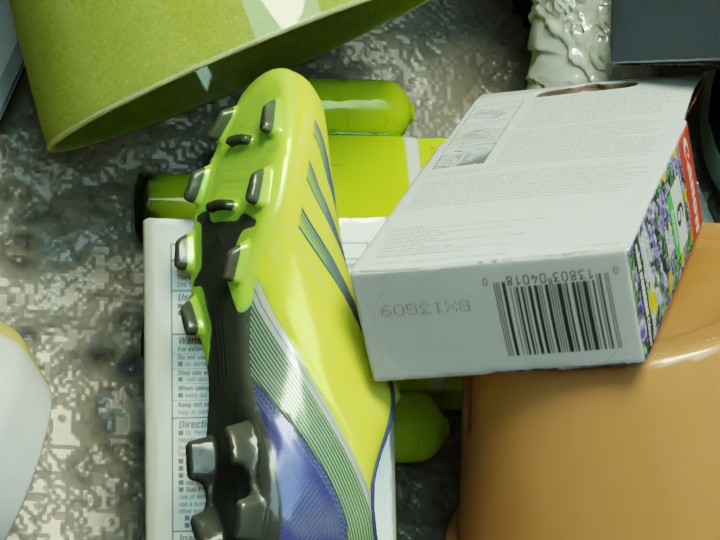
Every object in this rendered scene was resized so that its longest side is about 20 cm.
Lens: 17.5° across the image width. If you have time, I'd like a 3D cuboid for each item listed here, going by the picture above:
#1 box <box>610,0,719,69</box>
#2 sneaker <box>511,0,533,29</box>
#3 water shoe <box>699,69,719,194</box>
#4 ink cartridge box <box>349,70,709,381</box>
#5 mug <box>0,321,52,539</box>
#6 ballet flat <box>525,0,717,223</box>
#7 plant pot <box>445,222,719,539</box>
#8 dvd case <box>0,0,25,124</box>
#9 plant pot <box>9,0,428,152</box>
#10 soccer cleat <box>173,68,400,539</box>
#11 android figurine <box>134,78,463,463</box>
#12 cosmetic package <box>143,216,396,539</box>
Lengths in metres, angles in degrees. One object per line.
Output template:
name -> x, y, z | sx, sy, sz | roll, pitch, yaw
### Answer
box -> 0.215, -0.160, 1.015 | 0.199, 0.107, 0.149 | -1, 93, -36
sneaker -> 0.096, -0.192, 1.115 | 0.093, 0.070, 0.200 | -38, 99, -27
water shoe -> 0.219, -0.117, 1.135 | 0.071, 0.079, 0.201 | 21, 65, -7
ink cartridge box -> 0.078, -0.022, 0.943 | 0.109, 0.051, 0.200 | -5, 22, 20
mug -> -0.201, 0.040, 0.923 | 0.153, 0.149, 0.187 | 23, 71, -15
ballet flat -> 0.112, -0.060, 1.058 | 0.072, 0.072, 0.200 | -33, 108, -24
plant pot -> 0.122, 0.071, 0.945 | 0.200, 0.200, 0.140 | -23, 114, -23
dvd case -> -0.242, -0.126, 1.035 | 0.199, 0.025, 0.151 | 24, 65, -7
plant pot -> -0.083, -0.178, 0.988 | 0.187, 0.187, 0.201 | -23, 91, -23
soccer cleat -> -0.023, 0.023, 0.910 | 0.083, 0.065, 0.201 | 7, 75, -32
android figurine -> 0.000, 0.000, 1.050 | 0.199, 0.041, 0.183 | 1, 69, -14
cosmetic package -> -0.037, 0.082, 0.958 | 0.103, 0.073, 0.201 | 0, 81, -3
